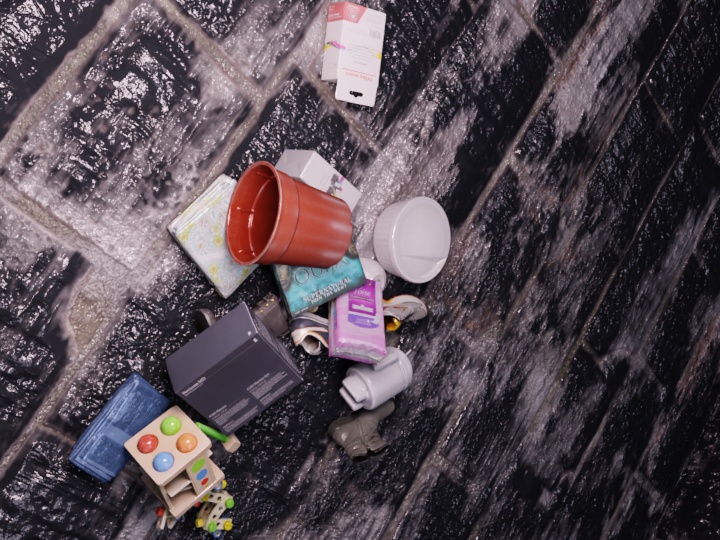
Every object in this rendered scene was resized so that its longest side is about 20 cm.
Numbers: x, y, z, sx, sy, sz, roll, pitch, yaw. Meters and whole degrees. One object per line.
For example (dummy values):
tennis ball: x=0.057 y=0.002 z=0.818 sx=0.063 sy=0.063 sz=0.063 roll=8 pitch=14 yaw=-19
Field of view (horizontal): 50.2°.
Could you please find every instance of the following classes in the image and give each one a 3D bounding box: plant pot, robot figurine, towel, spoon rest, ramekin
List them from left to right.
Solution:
towel: x=-0.465 y=0.309 z=1.500 sx=0.201 sy=0.048 sz=0.112 roll=-55 pitch=127 yaw=-16
towel: x=-0.276 y=-0.071 z=1.569 sx=0.171 sy=0.048 sz=0.201 roll=-46 pitch=124 yaw=-18
plant pot: x=-0.133 y=-0.092 z=1.515 sx=0.194 sy=0.200 sz=0.203 roll=13 pitch=92 yaw=-38
spoon rest: x=0.000 y=0.000 z=1.804 sx=0.100 sy=0.060 sz=0.200 roll=-56 pitch=140 yaw=-13
robot figurine: x=0.045 y=0.257 z=1.849 sx=0.199 sy=0.113 sz=0.170 roll=-26 pitch=155 yaw=-32
ramekin: x=0.116 y=-0.074 z=1.836 sx=0.201 sy=0.094 sz=0.205 roll=-5 pitch=97 yaw=-41

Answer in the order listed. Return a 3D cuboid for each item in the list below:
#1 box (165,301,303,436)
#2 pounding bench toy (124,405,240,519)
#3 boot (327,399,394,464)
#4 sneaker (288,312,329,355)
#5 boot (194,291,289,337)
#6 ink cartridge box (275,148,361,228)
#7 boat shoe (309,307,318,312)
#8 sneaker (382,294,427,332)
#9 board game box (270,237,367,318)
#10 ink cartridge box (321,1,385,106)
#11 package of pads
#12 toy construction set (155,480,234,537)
box: x=-0.250 y=0.198 z=1.533 sx=0.199 sy=0.104 sz=0.183 roll=-36 pitch=133 yaw=0
pounding bench toy: x=-0.339 y=0.351 z=1.526 sx=0.199 sy=0.124 sz=0.157 roll=-37 pitch=145 yaw=-27
boot: x=0.030 y=0.392 z=1.851 sx=0.199 sy=0.130 sz=0.068 roll=-22 pitch=131 yaw=-31
sneaker: x=-0.075 y=0.155 z=1.744 sx=0.198 sy=0.078 sz=0.080 roll=15 pitch=54 yaw=-32
boot: x=-0.245 y=0.107 z=1.624 sx=0.174 sy=0.069 sz=0.201 roll=-44 pitch=134 yaw=-23
ink cartridge box: x=-0.081 y=-0.175 z=1.654 sx=0.200 sy=0.115 sz=0.068 roll=39 pitch=75 yaw=-38
boat shoe: x=-0.140 y=-0.001 z=1.677 sx=0.063 sy=0.073 sz=0.203 roll=-18 pitch=108 yaw=-27
sneaker: x=0.082 y=0.114 z=1.856 sx=0.198 sy=0.082 sz=0.078 roll=-5 pitch=136 yaw=-34
board game box: x=-0.089 y=0.000 z=1.651 sx=0.199 sy=0.028 sz=0.137 roll=-25 pitch=104 yaw=-28
ink cartridge box: x=-0.018 y=-0.465 z=1.671 sx=0.115 sy=0.067 sz=0.203 roll=3 pitch=97 yaw=-38
package of pads: x=-0.009 y=0.107 z=1.713 sx=0.119 sy=0.076 sz=0.202 roll=15 pitch=48 yaw=-20
toy construction set: x=-0.347 y=0.489 z=1.613 sx=0.199 sy=0.092 sz=0.132 roll=29 pitch=82 yaw=-50
